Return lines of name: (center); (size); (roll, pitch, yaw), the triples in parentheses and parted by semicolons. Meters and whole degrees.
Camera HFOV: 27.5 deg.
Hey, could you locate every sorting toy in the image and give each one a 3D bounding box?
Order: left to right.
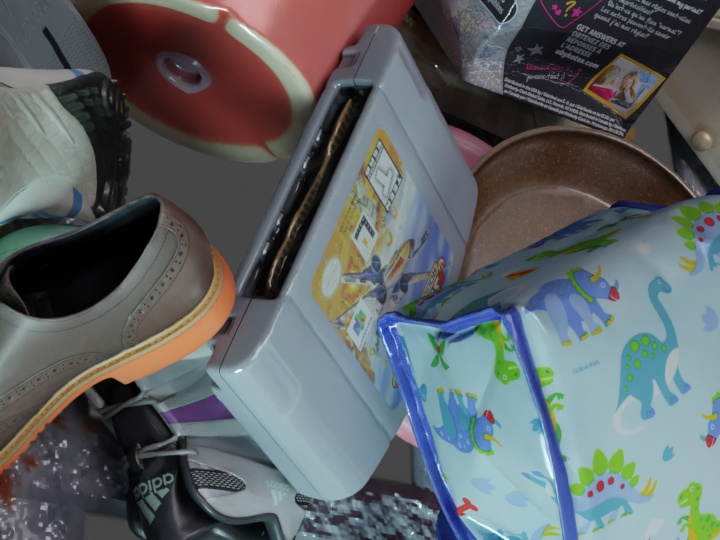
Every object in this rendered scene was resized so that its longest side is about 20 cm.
sorting toy: (0.293, -0.142, 1.093); (0.200, 0.107, 0.180); (52, 29, -7)

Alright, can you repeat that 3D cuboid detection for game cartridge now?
game cartridge: (0.000, 0.000, 0.706); (0.133, 0.041, 0.201); (53, 50, -43)

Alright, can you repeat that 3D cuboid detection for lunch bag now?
lunch bag: (0.124, 0.082, 0.707); (0.169, 0.127, 0.201); (-25, 99, -30)

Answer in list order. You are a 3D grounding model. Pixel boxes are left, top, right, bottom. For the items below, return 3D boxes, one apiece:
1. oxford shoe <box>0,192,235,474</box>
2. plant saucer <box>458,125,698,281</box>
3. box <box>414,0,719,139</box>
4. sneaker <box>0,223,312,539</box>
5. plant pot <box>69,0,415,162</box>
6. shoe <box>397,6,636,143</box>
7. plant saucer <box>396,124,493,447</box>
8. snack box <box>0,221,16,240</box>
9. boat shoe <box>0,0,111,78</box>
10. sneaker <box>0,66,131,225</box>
oxford shoe: (-0.152, 0.031, 0.609); (0.199, 0.073, 0.071); (-33, 54, -5)
plant saucer: (0.126, 0.018, 0.825); (0.199, 0.037, 0.202); (9, 67, -22)
box: (0.103, -0.195, 0.886); (0.132, 0.115, 0.200); (15, 32, -32)
sneaker: (-0.097, 0.075, 0.683); (0.199, 0.078, 0.141); (31, 53, -23)
plant pot: (-0.057, -0.168, 0.766); (0.200, 0.200, 0.178); (33, 64, -21)
shoe: (0.093, -0.108, 0.939); (0.199, 0.054, 0.070); (20, 15, -33)
plant saucer: (0.043, 0.014, 0.839); (0.200, 0.051, 0.202); (17, 59, -31)
snack box: (-0.230, -0.011, 0.604); (0.200, 0.037, 0.117); (-49, 145, -41)
boat shoe: (-0.179, -0.133, 0.660); (0.201, 0.066, 0.074); (73, 34, -45)
sneaker: (-0.153, -0.052, 0.626); (0.200, 0.072, 0.072); (-13, 106, -74)
